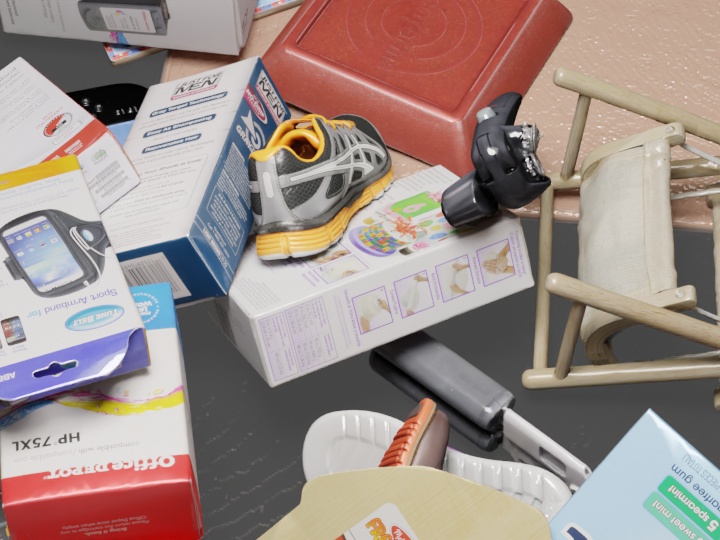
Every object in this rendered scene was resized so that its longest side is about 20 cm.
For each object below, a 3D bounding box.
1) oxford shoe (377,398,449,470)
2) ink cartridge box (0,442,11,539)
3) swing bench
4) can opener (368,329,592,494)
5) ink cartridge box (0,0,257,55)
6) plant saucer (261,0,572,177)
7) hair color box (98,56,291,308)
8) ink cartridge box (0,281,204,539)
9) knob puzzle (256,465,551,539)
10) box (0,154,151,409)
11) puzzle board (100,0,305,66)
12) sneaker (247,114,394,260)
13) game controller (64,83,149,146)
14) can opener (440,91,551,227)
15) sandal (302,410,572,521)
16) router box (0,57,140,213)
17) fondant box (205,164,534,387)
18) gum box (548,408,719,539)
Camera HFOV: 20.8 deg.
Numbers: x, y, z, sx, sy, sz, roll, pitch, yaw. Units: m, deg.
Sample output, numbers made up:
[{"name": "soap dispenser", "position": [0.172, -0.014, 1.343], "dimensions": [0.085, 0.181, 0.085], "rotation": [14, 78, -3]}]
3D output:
[{"name": "oxford shoe", "position": [0.033, 0.182, 1.241], "dimensions": [0.072, 0.071, 0.201], "rotation": [16, 79, -7]}, {"name": "ink cartridge box", "position": [-0.235, 0.170, 1.264], "dimensions": [0.199, 0.084, 0.176], "rotation": [-13, 52, -10]}, {"name": "swing bench", "position": [0.222, -0.019, 1.374], "dimensions": [0.199, 0.130, 0.200], "rotation": [7, 52, 0]}, {"name": "can opener", "position": [0.073, 0.107, 1.325], "dimensions": [0.200, 0.053, 0.067], "rotation": [35, 61, 26]}, {"name": "ink cartridge box", "position": [-0.181, -0.259, 1.573], "dimensions": [0.199, 0.086, 0.148], "rotation": [5, 52, 8]}, {"name": "plant saucer", "position": [0.042, -0.187, 1.555], "dimensions": [0.199, 0.037, 0.200], "rotation": [25, 57, 14]}, {"name": "hair color box", "position": [-0.123, -0.059, 1.386], "dimensions": [0.100, 0.061, 0.200], "rotation": [-12, 38, 25]}, {"name": "ink cartridge box", "position": [-0.161, 0.109, 1.214], "dimensions": [0.116, 0.067, 0.201], "rotation": [-8, 49, -4]}, {"name": "knob puzzle", "position": [0.029, 0.205, 1.165], "dimensions": [0.219, 0.030, 0.221], "rotation": [-1, 80, 4]}, {"name": "box", "position": [-0.209, 0.014, 1.229], "dimensions": [0.119, 0.042, 0.200], "rotation": [-16, 46, -12]}, {"name": "puzzle board", "position": [-0.138, -0.254, 1.631], "dimensions": [0.199, 0.017, 0.151], "rotation": [-20, 55, -14]}, {"name": "sneaker", "position": [-0.029, -0.078, 1.393], "dimensions": [0.078, 0.078, 0.200], "rotation": [-10, 20, 17]}, {"name": "game controller", "position": [-0.176, -0.064, 1.470], "dimensions": [0.104, 0.042, 0.200], "rotation": [-18, 55, -12]}, {"name": "can opener", "position": [0.097, -0.089, 1.355], "dimensions": [0.078, 0.064, 0.200], "rotation": [-15, 18, 16]}, {"name": "sandal", "position": [0.051, 0.149, 1.292], "dimensions": [0.202, 0.050, 0.083], "rotation": [16, 90, 30]}, {"name": "router box", "position": [-0.278, -0.050, 1.392], "dimensions": [0.200, 0.049, 0.179], "rotation": [-39, 36, -11]}, {"name": "fondant box", "position": [0.000, 0.000, 1.366], "dimensions": [0.199, 0.058, 0.144], "rotation": [-22, 23, -13]}, {"name": "gum box", "position": [0.170, 0.213, 1.163], "dimensions": [0.170, 0.045, 0.200], "rotation": [42, 92, 20]}]
